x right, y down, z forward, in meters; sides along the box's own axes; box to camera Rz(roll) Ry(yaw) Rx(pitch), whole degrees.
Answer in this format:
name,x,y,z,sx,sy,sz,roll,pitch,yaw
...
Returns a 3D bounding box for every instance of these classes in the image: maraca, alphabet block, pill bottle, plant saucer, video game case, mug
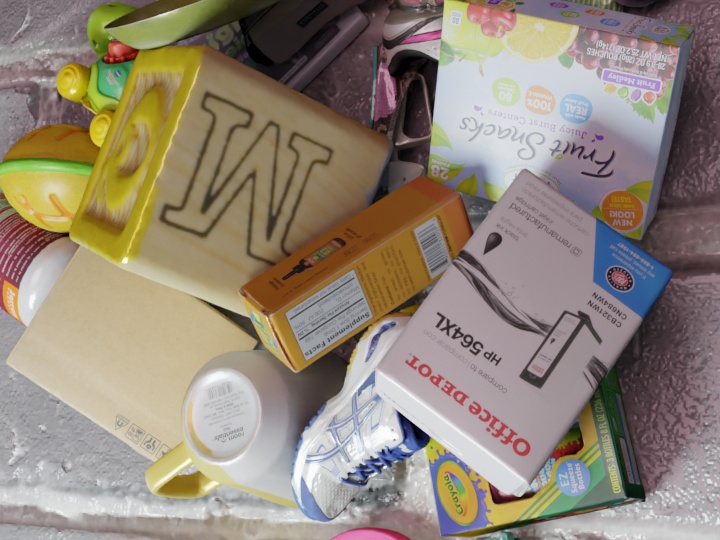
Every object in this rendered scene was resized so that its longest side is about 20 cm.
name,x,y,z,sx,sy,sz,roll,pitch,yaw
maraca,-0.313,-0.093,1.204,0.199,0.135,0.109,-6,75,61
alphabet block,-0.122,-0.073,1.053,0.195,0.198,0.199,16,84,60
pill bottle,-0.342,0.002,1.236,0.198,0.109,0.111,28,92,29
plant saucer,-0.139,-0.246,1.074,0.197,0.200,0.031,-11,112,24
video game case,-0.111,-0.253,1.224,0.200,0.023,0.183,-42,64,13
mug,-0.094,0.154,1.054,0.148,0.153,0.189,29,93,28

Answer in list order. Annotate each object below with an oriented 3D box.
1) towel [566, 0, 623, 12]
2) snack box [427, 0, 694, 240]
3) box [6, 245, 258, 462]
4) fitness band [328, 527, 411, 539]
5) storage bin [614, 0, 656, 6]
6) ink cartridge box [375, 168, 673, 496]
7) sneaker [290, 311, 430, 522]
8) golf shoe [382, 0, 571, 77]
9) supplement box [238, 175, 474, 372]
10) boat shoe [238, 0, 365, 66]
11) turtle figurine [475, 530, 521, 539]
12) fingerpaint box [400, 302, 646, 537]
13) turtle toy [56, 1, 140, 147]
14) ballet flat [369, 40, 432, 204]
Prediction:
name,x,y,z,sx,sy,sz,roll,pitch,yaw
towel,0.172,-0.182,1.067,0.150,0.023,0.204,-5,78,26
snack box,0.163,-0.135,0.976,0.197,0.068,0.171,18,122,21
box,-0.225,0.079,1.148,0.199,0.021,0.164,35,96,-7
fitness band,0.012,0.331,1.028,0.142,0.037,0.203,-15,74,23
storage bin,0.238,-0.359,0.995,0.144,0.134,0.202,-28,68,3
ink cartridge box,0.124,0.050,0.899,0.145,0.084,0.201,35,77,10
sneaker,0.011,0.138,0.978,0.088,0.075,0.202,37,108,38
golf shoe,0.114,-0.208,1.051,0.197,0.072,0.094,9,97,24
supplement box,0.000,0.000,0.981,0.198,0.070,0.066,-30,30,-17
boat shoe,-0.045,-0.298,1.148,0.199,0.075,0.094,-33,60,15
turtle figurine,0.073,0.285,0.947,0.100,0.197,0.152,165,112,-67
fingerpaint box,0.135,0.112,0.991,0.165,0.073,0.203,-17,72,24
turtle toy,-0.230,-0.193,1.198,0.101,0.145,0.201,-45,63,15
ballet flat,0.033,-0.121,1.104,0.070,0.069,0.203,8,82,8
